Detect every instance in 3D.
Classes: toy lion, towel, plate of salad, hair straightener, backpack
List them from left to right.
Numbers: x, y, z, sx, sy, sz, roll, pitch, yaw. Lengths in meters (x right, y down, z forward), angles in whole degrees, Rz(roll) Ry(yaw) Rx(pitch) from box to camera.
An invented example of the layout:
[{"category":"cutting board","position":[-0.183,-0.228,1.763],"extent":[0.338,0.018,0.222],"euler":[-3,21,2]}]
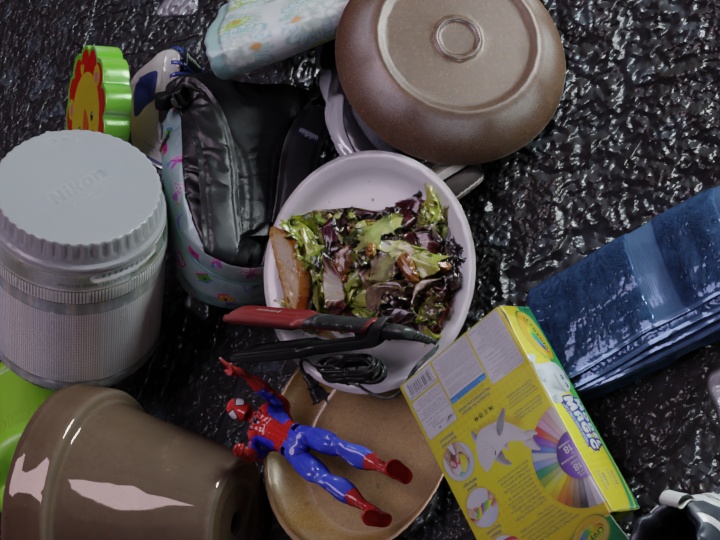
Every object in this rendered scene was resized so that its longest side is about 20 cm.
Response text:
[{"category":"toy lion","position":[-0.267,-0.118,1.513],"extent":[0.200,0.068,0.193],"euler":[-40,54,57]},{"category":"backpack","position":[-0.107,-0.069,1.379],"extent":[0.127,0.165,0.201],"euler":[114,154,-59]},{"category":"towel","position":[-0.055,-0.244,1.403],"extent":[0.170,0.048,0.200],"euler":[-22,22,9]},{"category":"hair straightener","position":[-0.023,0.069,1.230],"extent":[0.199,0.041,0.078],"euler":[0,105,32]},{"category":"plate of salad","position":[0.000,0.000,1.245],"extent":[0.199,0.048,0.202],"euler":[-3,83,28]},{"category":"towel","position":[0.217,0.016,1.136],"extent":[0.199,0.048,0.112],"euler":[-31,52,25]}]

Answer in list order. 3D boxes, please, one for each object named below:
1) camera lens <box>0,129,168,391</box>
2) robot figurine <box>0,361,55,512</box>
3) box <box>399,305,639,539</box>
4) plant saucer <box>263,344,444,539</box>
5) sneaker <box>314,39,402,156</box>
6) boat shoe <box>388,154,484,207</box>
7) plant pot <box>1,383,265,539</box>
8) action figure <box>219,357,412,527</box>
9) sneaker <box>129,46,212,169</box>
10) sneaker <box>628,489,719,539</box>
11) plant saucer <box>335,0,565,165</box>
[{"category":"camera lens","position":[-0.253,-0.003,1.354],"extent":[0.201,0.159,0.161],"euler":[102,152,-45]},{"category":"robot figurine","position":[-0.307,0.157,1.441],"extent":[0.176,0.115,0.200],"euler":[-68,27,24]},{"category":"box","position":[0.121,0.140,1.119],"extent":[0.117,0.048,0.201],"euler":[-41,63,31]},{"category":"plant saucer","position":[0.006,0.141,1.258],"extent":[0.199,0.035,0.202],"euler":[-19,57,32]},{"category":"sneaker","position":[0.026,-0.167,1.363],"extent":[0.114,0.075,0.201],"euler":[-35,48,25]},{"category":"boat shoe","position":[0.031,-0.029,1.303],"extent":[0.199,0.072,0.060],"euler":[-36,94,16]},{"category":"plant pot","position":[-0.181,0.207,1.298],"extent":[0.173,0.200,0.202],"euler":[6,72,21]},{"category":"action figure","position":[-0.060,0.135,1.229],"extent":[0.199,0.099,0.066],"euler":[22,82,46]},{"category":"sneaker","position":[-0.189,-0.164,1.538],"extent":[0.199,0.080,0.116],"euler":[36,96,45]},{"category":"sneaker","position":[0.199,0.235,0.988],"extent":[0.079,0.129,0.200],"euler":[13,78,43]},{"category":"plant saucer","position":[0.079,-0.187,1.270],"extent":[0.199,0.037,0.202],"euler":[3,70,-7]}]
